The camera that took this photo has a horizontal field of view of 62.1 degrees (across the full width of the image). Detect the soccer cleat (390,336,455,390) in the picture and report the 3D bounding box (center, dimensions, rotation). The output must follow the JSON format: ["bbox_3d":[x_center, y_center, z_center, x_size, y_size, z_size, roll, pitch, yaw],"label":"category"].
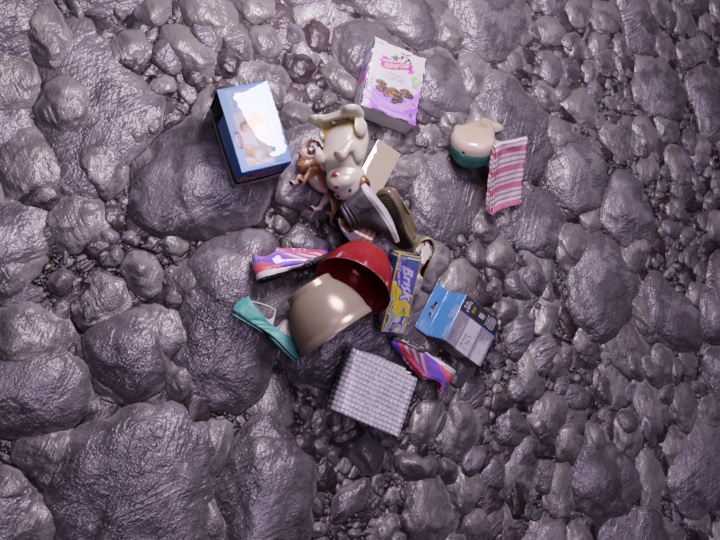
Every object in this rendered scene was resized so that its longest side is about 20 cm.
[{"bbox_3d":[0.154,0.239,1.548,0.198,0.068,0.074,32,86,-14],"label":"soccer cleat"}]

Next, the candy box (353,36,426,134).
[{"bbox_3d":[0.080,-0.499,1.618,0.165,0.071,0.204,15,78,-20],"label":"candy box"}]

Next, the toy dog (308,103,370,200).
[{"bbox_3d":[-0.042,-0.270,1.460,0.137,0.194,0.204,-5,80,17],"label":"toy dog"}]

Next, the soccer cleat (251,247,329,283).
[{"bbox_3d":[-0.168,-0.031,1.458,0.197,0.068,0.074,-18,81,-23],"label":"soccer cleat"}]

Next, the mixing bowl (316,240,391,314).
[{"bbox_3d":[0.000,0.000,1.467,0.199,0.200,0.109,37,54,-14],"label":"mixing bowl"}]

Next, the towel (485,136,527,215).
[{"bbox_3d":[0.417,-0.268,1.688,0.145,0.030,0.203,-22,124,-34],"label":"towel"}]

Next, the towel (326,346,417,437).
[{"bbox_3d":[0.028,0.300,1.485,0.197,0.085,0.168,25,73,-16],"label":"towel"}]

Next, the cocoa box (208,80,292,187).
[{"bbox_3d":[-0.263,-0.322,1.419,0.131,0.131,0.204,-17,90,-23],"label":"cocoa box"}]

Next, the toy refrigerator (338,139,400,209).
[{"bbox_3d":[0.023,-0.232,1.562,0.075,0.070,0.202,30,72,-9],"label":"toy refrigerator"}]

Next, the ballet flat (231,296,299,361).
[{"bbox_3d":[-0.209,0.131,1.414,0.199,0.067,0.071,39,79,-12],"label":"ballet flat"}]

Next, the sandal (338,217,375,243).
[{"bbox_3d":[0.025,-0.076,1.531,0.059,0.079,0.206,-41,110,16],"label":"sandal"}]

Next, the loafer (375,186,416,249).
[{"bbox_3d":[0.093,-0.144,1.553,0.068,0.075,0.201,-66,145,-36],"label":"loafer"}]

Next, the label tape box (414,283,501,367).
[{"bbox_3d":[0.265,0.146,1.613,0.199,0.063,0.146,36,71,-15],"label":"label tape box"}]

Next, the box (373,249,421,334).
[{"bbox_3d":[0.093,0.054,1.519,0.069,0.064,0.204,9,99,-22],"label":"box"}]

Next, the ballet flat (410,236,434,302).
[{"bbox_3d":[0.148,0.000,1.583,0.070,0.071,0.203,26,74,-17],"label":"ballet flat"}]

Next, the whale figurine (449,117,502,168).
[{"bbox_3d":[0.331,-0.362,1.698,0.157,0.105,0.200,26,46,20],"label":"whale figurine"}]

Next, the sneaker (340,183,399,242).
[{"bbox_3d":[0.020,-0.120,1.464,0.098,0.071,0.200,-30,135,12],"label":"sneaker"}]

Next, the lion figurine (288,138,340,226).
[{"bbox_3d":[-0.101,-0.225,1.516,0.201,0.072,0.123,55,53,-22],"label":"lion figurine"}]

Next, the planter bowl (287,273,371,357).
[{"bbox_3d":[-0.089,0.093,1.409,0.198,0.200,0.136,-31,85,-23],"label":"planter bowl"}]
